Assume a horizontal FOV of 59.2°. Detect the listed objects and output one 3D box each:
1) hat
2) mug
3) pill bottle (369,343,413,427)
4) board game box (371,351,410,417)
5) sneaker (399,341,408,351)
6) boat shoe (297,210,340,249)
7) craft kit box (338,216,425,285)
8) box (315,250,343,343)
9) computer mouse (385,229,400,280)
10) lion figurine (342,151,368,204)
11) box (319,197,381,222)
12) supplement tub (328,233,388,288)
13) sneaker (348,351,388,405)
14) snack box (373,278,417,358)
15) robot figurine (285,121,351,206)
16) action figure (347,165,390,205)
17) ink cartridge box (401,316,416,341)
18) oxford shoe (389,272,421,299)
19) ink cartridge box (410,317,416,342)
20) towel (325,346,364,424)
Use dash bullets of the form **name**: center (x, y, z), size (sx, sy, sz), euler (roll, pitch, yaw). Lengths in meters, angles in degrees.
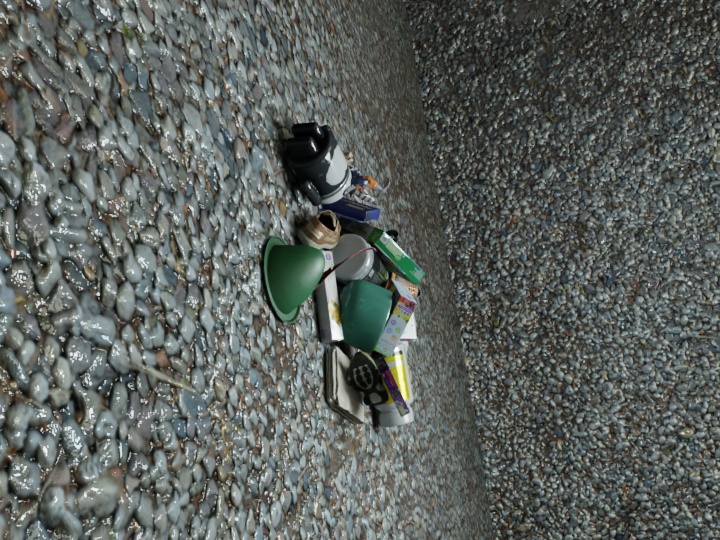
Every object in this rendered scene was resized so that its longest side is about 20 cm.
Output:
- **hat**: center (-0.078, -0.008, 1.248), size (0.204, 0.171, 0.168), euler (-85, 156, -44)
- **mug**: center (-0.009, 0.112, 1.499), size (0.154, 0.111, 0.188), euler (-78, -168, -51)
- **pill bottle**: center (0.081, 0.306, 1.699), size (0.114, 0.111, 0.207), euler (10, 70, -72)
- **board game box**: center (0.063, 0.250, 1.504), size (0.200, 0.031, 0.123), euler (-124, -168, -74)
- **sneaker**: center (0.076, 0.185, 1.833), size (0.088, 0.080, 0.205), euler (-38, 121, -42)
- **boat shoe**: center (-0.078, -0.097, 1.457), size (0.075, 0.072, 0.200), euler (42, 18, 1)
- **craft kit box**: center (0.051, -0.058, 1.667), size (0.200, 0.049, 0.196), euler (43, -5, -37)
- **box**: center (-0.076, 0.060, 1.437), size (0.038, 0.041, 0.207), euler (4, 73, -46)
- **computer mouse**: center (0.049, -0.014, 1.839), size (0.052, 0.135, 0.208), euler (-6, 98, -51)
- **lion figurine**: center (-0.030, -0.255, 1.791), size (0.124, 0.072, 0.200), euler (55, -4, 15)
- **box**: center (-0.023, -0.159, 1.648), size (0.200, 0.118, 0.033), euler (-29, 136, -73)
- **supplement tub**: center (0.000, 0.000, 1.612), size (0.200, 0.119, 0.126), euler (48, 34, -60)
- **sneaker**: center (0.011, 0.239, 1.493), size (0.203, 0.075, 0.090), euler (71, 3, -48)
- **snack box**: center (0.074, 0.112, 1.552), size (0.200, 0.052, 0.146), euler (-109, -137, -79)
- **robot figurine**: center (-0.094, -0.244, 1.445), size (0.125, 0.149, 0.201), euler (45, -9, 40)
- **action figure**: center (-0.021, -0.213, 1.619), size (0.200, 0.188, 0.108), euler (42, -52, 52)
- **ink cartridge box**: center (0.061, 0.130, 1.740), size (0.195, 0.042, 0.123), euler (5, 71, -32)
- **oxford shoe**: center (0.128, 0.045, 1.813), size (0.199, 0.071, 0.074), euler (18, 84, -72)
- **ink cartridge box**: center (0.118, 0.172, 1.982), size (0.202, 0.073, 0.151), euler (-76, 150, -58)
- **towel**: center (-0.032, 0.269, 1.476), size (0.201, 0.033, 0.137), euler (52, 31, -58)
